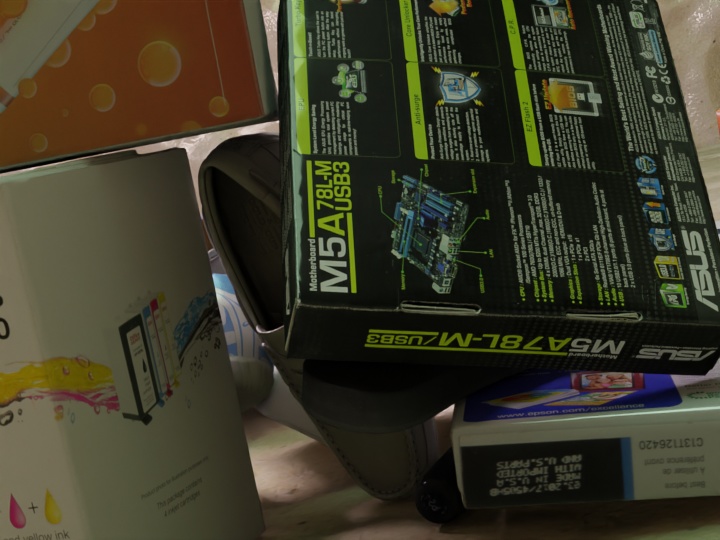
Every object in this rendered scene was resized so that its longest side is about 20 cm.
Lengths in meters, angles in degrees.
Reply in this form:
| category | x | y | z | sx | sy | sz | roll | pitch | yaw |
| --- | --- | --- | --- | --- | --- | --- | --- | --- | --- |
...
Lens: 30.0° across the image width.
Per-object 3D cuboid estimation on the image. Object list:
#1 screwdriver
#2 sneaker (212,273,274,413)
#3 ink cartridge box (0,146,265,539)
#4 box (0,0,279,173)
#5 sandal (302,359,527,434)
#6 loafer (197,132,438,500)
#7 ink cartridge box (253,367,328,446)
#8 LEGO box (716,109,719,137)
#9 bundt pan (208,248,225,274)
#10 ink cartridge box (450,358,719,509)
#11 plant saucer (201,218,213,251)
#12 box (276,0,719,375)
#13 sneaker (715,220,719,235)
| category | x | y | z | sx | sy | sz | roll | pitch | yaw |
| --- | --- | --- | --- | --- | --- | --- | --- | --- | --- |
| screwdriver | 0.078 | 0.089 | 0.706 | 0.029 | 0.028 | 0.199 | 24 | 21 | 23 |
| sneaker | -0.106 | 0.071 | 0.764 | 0.071 | 0.073 | 0.200 | 15 | -37 | -28 |
| ink cartridge box | -0.156 | 0.057 | 0.633 | 0.146 | 0.202 | 0.144 | -9 | 6 | 25 |
| box | -0.146 | -0.113 | 0.624 | 0.197 | 0.126 | 0.097 | -11 | 6 | 2 |
| sandal | 0.045 | 0.024 | 0.630 | 0.075 | 0.043 | 0.200 | 11 | 18 | 25 |
| loafer | -0.025 | 0.027 | 0.670 | 0.070 | 0.201 | 0.070 | -29 | 0 | 26 |
| ink cartridge box | 0.000 | 0.000 | 0.800 | 0.082 | 0.202 | 0.146 | 23 | -4 | -15 |
| LEGO box | 0.284 | -0.030 | 0.791 | 0.076 | 0.151 | 0.200 | -12 | 6 | 1 |
| bundt pan | -0.095 | 0.046 | 0.975 | 0.201 | 0.076 | 0.202 | -34 | -10 | -7 |
| ink cartridge box | 0.145 | 0.059 | 0.644 | 0.195 | 0.048 | 0.200 | -6 | 7 | 8 |
| plant saucer | -0.171 | 0.034 | 0.992 | 0.199 | 0.036 | 0.200 | -34 | -9 | -6 |
| box | 0.058 | -0.050 | 0.612 | 0.191 | 0.202 | 0.048 | 1 | -36 | -8 |
| sneaker | 0.313 | -0.004 | 0.935 | 0.198 | 0.077 | 0.081 | -15 | 16 | 17 |
